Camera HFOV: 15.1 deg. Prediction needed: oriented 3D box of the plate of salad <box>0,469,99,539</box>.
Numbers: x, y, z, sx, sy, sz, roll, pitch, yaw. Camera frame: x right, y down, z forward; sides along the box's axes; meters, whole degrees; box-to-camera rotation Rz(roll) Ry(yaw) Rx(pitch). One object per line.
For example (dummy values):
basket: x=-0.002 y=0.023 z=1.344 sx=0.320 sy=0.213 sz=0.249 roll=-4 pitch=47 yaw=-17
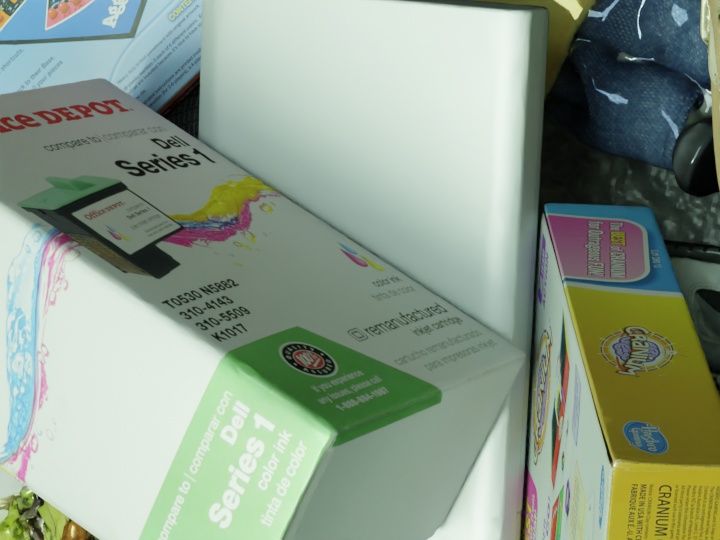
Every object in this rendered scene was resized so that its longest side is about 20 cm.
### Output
plate of salad: x=-0.075 y=0.139 z=1.031 sx=0.200 sy=0.048 sz=0.200 roll=22 pitch=130 yaw=28

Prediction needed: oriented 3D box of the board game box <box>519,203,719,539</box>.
board game box: x=0.084 y=0.085 z=0.901 sx=0.040 sy=0.200 sz=0.153 roll=2 pitch=114 yaw=-3

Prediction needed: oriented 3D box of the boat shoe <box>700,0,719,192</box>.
boat shoe: x=0.138 y=-0.084 z=0.879 sx=0.071 sy=0.064 sz=0.201 roll=0 pitch=90 yaw=31

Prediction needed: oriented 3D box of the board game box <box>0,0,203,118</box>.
board game box: x=-0.121 y=-0.086 z=1.049 sx=0.200 sy=0.019 sz=0.103 roll=-41 pitch=87 yaw=22

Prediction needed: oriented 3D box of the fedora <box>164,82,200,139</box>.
fedora: x=-0.022 y=0.014 z=1.075 sx=0.200 sy=0.090 sz=0.177 roll=27 pitch=105 yaw=24

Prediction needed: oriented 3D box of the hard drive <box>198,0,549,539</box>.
hard drive: x=0.000 y=0.000 z=0.987 sx=0.132 sy=0.026 sz=0.201 roll=8 pitch=102 yaw=27

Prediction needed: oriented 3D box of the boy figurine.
boy figurine: x=0.064 y=-0.097 z=1.041 sx=0.200 sy=0.064 sz=0.125 roll=29 pitch=105 yaw=27

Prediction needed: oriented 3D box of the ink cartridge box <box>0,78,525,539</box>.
ink cartridge box: x=-0.068 y=0.021 z=0.929 sx=0.200 sy=0.145 sz=0.084 roll=33 pitch=112 yaw=20

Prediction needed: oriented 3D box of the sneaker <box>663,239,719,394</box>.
sneaker: x=0.154 y=0.037 z=0.984 sx=0.200 sy=0.074 sz=0.089 roll=10 pitch=94 yaw=30
